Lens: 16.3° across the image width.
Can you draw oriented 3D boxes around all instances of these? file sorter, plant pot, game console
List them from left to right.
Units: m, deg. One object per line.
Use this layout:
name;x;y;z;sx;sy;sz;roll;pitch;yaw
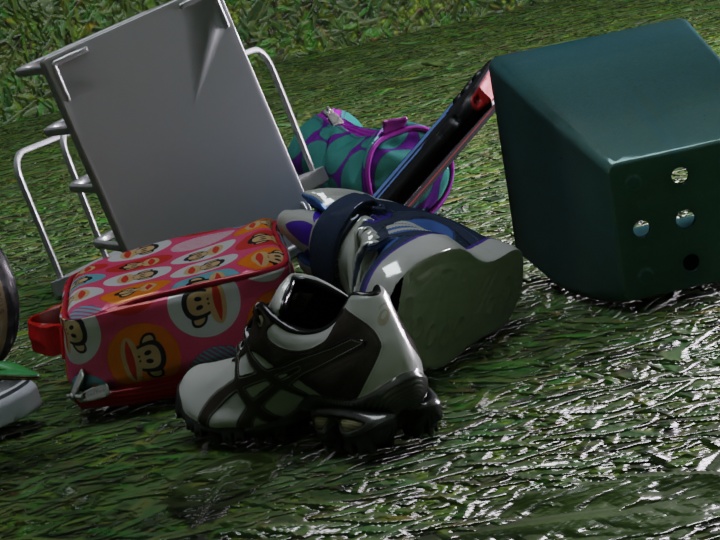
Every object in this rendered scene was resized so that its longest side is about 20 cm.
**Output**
file sorter;-0.144;-0.084;1.824;0.138;0.201;0.124;-26;10;-19
file sorter;-0.157;-0.081;2.012;0.199;0.125;0.139;-21;4;26
game console;0.028;-0.059;1.749;0.200;0.031;0.177;-50;-2;17
plant pot;0.179;-0.061;1.610;0.141;0.142;0.200;-12;19;-5

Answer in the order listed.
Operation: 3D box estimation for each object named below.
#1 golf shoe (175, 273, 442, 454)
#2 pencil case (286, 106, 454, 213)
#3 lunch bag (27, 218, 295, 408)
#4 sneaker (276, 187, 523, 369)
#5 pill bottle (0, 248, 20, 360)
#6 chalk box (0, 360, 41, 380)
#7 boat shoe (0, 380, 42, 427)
golf shoe;-0.034;0.045;1.365;0.078;0.095;0.199;-21;12;-40
pencil case;0.004;-0.086;2.070;0.085;0.093;0.200;-15;11;-20
lunch bag;-0.125;0.028;1.596;0.175;0.082;0.200;-12;10;0
sneaker;0.000;0.000;1.515;0.146;0.081;0.200;16;12;23
pill bottle;-0.336;0.039;1.684;0.112;0.112;0.200;-1;13;44
chalk box;-0.285;0.068;1.422;0.199;0.125;0.125;-16;11;-23
boat shoe;-0.296;0.076;1.554;0.198;0.068;0.074;-8;10;19
